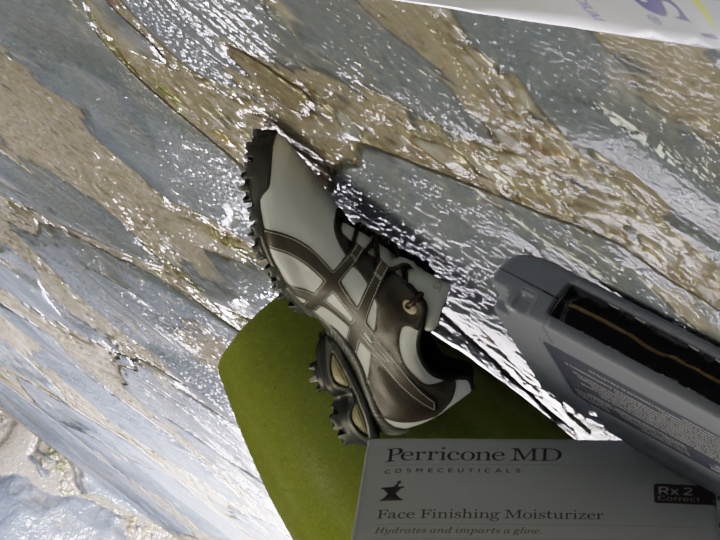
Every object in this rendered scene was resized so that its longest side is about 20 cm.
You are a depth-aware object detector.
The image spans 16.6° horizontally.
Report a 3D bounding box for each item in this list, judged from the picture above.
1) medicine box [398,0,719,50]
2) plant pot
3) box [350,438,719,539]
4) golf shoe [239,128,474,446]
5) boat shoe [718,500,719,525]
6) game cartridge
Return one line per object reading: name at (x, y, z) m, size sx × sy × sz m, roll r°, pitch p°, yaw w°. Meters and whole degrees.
medicine box at (0.052, -0.148, 0.470) m, size 0.103 × 0.183 × 0.200 m, roll 44°, pitch 165°, yaw -32°
plant pot at (0.010, 0.104, 1.531) m, size 0.200 × 0.187 × 0.187 m, roll 48°, pitch 170°, yaw 14°
box at (0.098, 0.208, 1.354) m, size 0.198 × 0.131 × 0.201 m, roll -1°, pitch 121°, yaw 6°
golf shoe at (0.000, 0.000, 1.398) m, size 0.078 × 0.094 × 0.201 m, roll -75°, pitch -36°, yaw -60°
boat shoe at (0.206, 0.173, 1.443) m, size 0.200 × 0.064 × 0.071 m, roll 22°, pitch 161°, yaw 48°
game cartridge at (0.165, 0.069, 1.260) m, size 0.199 × 0.041 × 0.133 m, roll 29°, pitch 161°, yaw 32°
